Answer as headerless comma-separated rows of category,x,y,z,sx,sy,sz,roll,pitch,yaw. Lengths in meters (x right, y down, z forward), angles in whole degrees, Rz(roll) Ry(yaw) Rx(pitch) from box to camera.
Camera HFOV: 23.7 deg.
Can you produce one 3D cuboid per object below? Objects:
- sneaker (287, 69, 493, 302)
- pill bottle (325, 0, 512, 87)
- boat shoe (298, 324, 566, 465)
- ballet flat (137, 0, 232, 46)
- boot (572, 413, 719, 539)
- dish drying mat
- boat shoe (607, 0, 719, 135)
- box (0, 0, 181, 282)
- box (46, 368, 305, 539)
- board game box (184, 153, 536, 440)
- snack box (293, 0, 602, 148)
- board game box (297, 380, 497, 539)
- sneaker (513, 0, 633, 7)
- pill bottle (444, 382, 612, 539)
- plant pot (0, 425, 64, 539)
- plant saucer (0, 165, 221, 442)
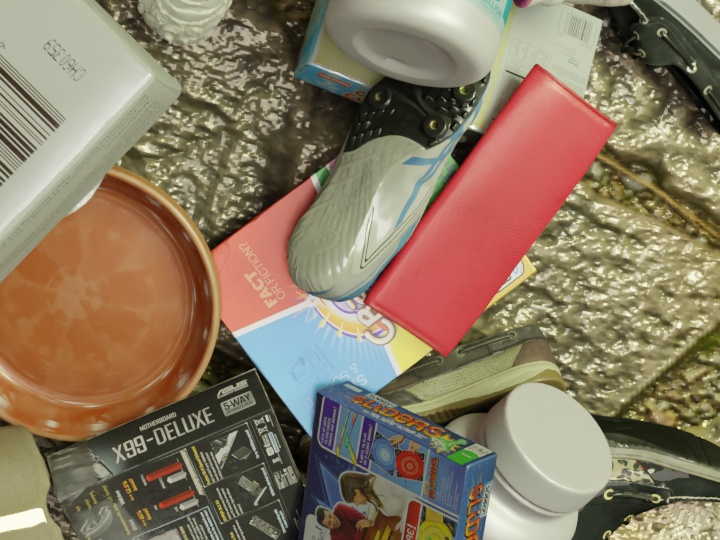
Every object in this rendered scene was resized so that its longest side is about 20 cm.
sneaker,0.023,-0.066,1.148,0.072,0.072,0.200,41,104,24
pill bottle,0.055,-0.225,1.083,0.111,0.111,0.200,20,75,-16
boat shoe,0.049,0.094,1.258,0.201,0.066,0.072,-18,143,11
ballet flat,-0.101,-0.217,1.102,0.072,0.072,0.200,13,129,-15
boot,0.189,0.193,1.310,0.203,0.073,0.154,11,104,-9
dish drying mat,0.089,-0.040,1.174,0.077,0.018,0.200,34,96,-21
boat shoe,0.219,-0.167,1.227,0.200,0.069,0.057,36,95,-20
box,-0.254,-0.115,1.076,0.200,0.131,0.199,44,91,0
box,-0.112,0.183,1.218,0.158,0.050,0.200,-23,128,-5
board game box,0.000,0.000,1.215,0.200,0.040,0.153,-38,93,-1
snack box,0.063,-0.154,1.190,0.200,0.037,0.116,21,74,-16
board game box,0.017,0.192,1.169,0.034,0.135,0.200,-15,120,-47
sneaker,0.162,-0.248,1.149,0.088,0.081,0.200,16,63,-3
pill bottle,0.082,0.171,1.212,0.120,0.120,0.200,28,129,-17
plant pot,-0.302,0.187,1.152,0.183,0.200,0.201,-11,106,-22
plant saucer,-0.195,0.020,1.181,0.200,0.032,0.200,1,105,3
